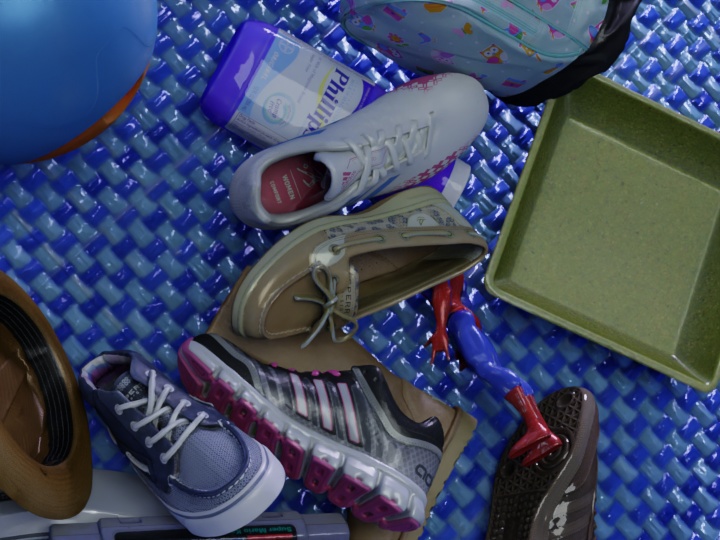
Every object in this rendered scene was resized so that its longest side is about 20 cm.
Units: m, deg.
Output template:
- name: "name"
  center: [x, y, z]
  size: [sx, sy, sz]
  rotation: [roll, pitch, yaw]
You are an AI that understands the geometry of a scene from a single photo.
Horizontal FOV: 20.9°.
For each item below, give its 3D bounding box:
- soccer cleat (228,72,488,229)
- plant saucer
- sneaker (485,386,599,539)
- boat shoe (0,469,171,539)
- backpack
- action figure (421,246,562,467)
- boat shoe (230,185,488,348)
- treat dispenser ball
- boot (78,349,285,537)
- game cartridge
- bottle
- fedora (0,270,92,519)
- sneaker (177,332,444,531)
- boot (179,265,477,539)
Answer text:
- name: "soccer cleat"
  center: [0.005, -0.077, 1.354]
  size: [0.200, 0.086, 0.070]
  rotation: [-25, 101, -7]
- name: "plant saucer"
  center: [0.202, -0.029, 1.491]
  size: [0.199, 0.048, 0.200]
  rotation: [25, 71, -11]
- name: "sneaker"
  center: [0.138, 0.185, 1.422]
  size: [0.076, 0.070, 0.200]
  rotation: [37, 64, -35]
- name: "boat shoe"
  center: [-0.210, 0.180, 1.303]
  size: [0.200, 0.072, 0.068]
  rotation: [-2, 112, -32]
- name: "backpack"
  center: [0.082, -0.200, 1.402]
  size: [0.200, 0.167, 0.127]
  rotation: [25, 61, -28]
- name: "action figure"
  center: [0.077, 0.048, 1.417]
  size: [0.052, 0.065, 0.200]
  rotation: [-32, 68, 14]
- name: "boat shoe"
  center: [0.000, 0.000, 1.343]
  size: [0.200, 0.073, 0.063]
  rotation: [-28, 50, -31]
- name: "treat dispenser ball"
  center: [-0.235, -0.170, 1.300]
  size: [0.201, 0.201, 0.201]
  rotation: [4, 76, -17]
- name: "boot"
  center: [-0.125, 0.107, 1.265]
  size: [0.073, 0.200, 0.090]
  rotation: [-45, 113, -17]
- name: "game cartridge"
  center: [-0.111, 0.221, 1.301]
  size: [0.200, 0.130, 0.038]
  rotation: [0, 33, -18]
- name: "bottle"
  center: [-0.016, -0.104, 1.428]
  size: [0.200, 0.065, 0.084]
  rotation: [29, 77, -10]
- name: "fedora"
  center: [-0.249, 0.085, 1.267]
  size: [0.082, 0.201, 0.201]
  rotation: [-24, 85, 11]
- name: "sneaker"
  center: [-0.028, 0.092, 1.315]
  size: [0.200, 0.074, 0.087]
  rotation: [31, 61, 6]
- name: "boot"
  center: [-0.039, 0.120, 1.375]
  size: [0.200, 0.066, 0.175]
  rotation: [32, 66, -6]
